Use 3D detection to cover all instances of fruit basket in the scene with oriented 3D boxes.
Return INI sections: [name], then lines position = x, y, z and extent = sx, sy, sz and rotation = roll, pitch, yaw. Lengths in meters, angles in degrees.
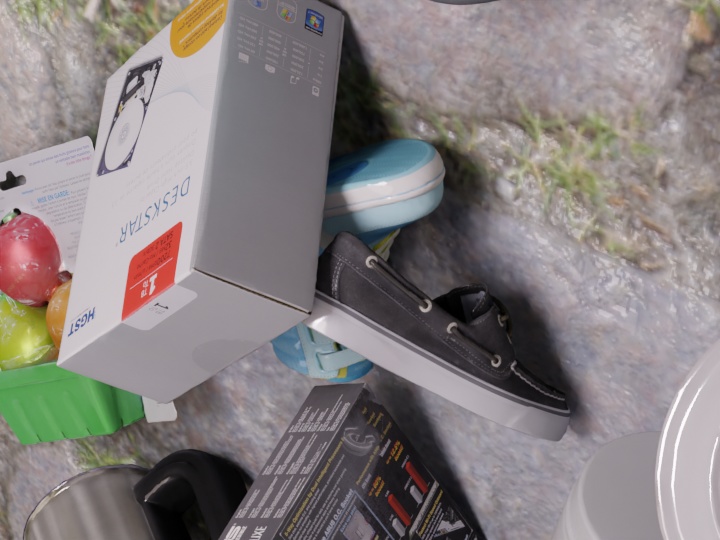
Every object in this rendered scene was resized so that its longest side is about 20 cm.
[fruit basket]
position = -0.209, 0.017, 1.278
extent = 0.185, 0.094, 0.200
rotation = -12, 93, 43

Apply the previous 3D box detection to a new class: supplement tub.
[supplement tub]
position = 0.158, 0.204, 1.042
extent = 0.132, 0.132, 0.200
rotation = 32, 132, 20

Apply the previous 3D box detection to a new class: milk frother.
[milk frother]
position = -0.115, 0.249, 1.308
extent = 0.200, 0.180, 0.188
rotation = 55, -177, -45

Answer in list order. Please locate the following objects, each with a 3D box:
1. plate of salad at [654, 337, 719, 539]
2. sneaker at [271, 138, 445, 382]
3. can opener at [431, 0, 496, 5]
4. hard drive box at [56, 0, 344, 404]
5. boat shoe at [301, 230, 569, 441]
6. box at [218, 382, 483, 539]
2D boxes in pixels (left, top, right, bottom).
[plate of salad]
position = 0.250, 0.109, 0.920
extent = 0.200, 0.048, 0.200
rotation = -1, 87, 17
[sneaker]
position = 0.000, 0.000, 1.082
extent = 0.200, 0.080, 0.131
rotation = -13, 106, 54
[can opener]
position = 0.011, -0.180, 0.961
extent = 0.200, 0.067, 0.053
rotation = 16, 125, 32
[hard drive box]
position = -0.089, -0.047, 1.036
extent = 0.077, 0.200, 0.156
rotation = 22, 146, -29
[boat shoe]
position = 0.051, 0.035, 1.032
extent = 0.200, 0.066, 0.070
rotation = 28, -178, -27
[box]
position = -0.016, 0.193, 1.103
extent = 0.050, 0.200, 0.158
rotation = -7, 130, 42
